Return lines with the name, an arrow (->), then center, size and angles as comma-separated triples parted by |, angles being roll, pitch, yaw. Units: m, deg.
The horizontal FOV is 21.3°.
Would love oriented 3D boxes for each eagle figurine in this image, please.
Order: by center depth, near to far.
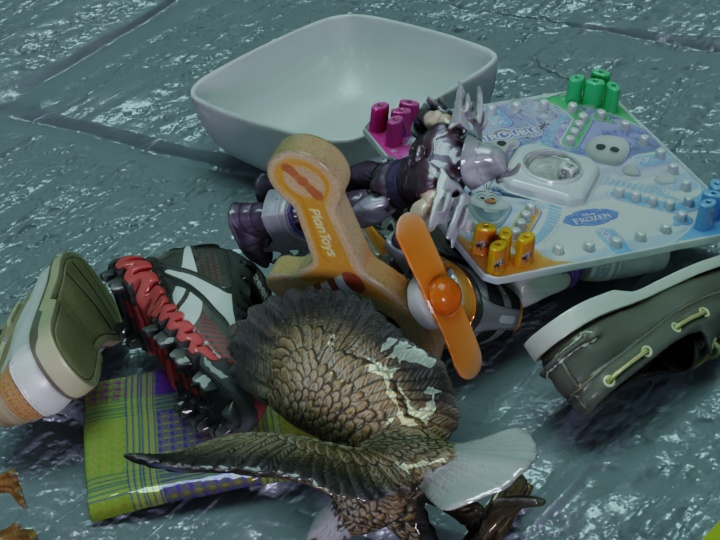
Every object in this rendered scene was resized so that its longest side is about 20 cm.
eagle figurine -> -0.009, 0.103, 1.049 | 0.151, 0.200, 0.152 | -51, -2, 0

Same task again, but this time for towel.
towel -> -0.074, 0.096, 1.198 | 0.199, 0.023, 0.144 | -10, 31, -3

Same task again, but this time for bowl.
bowl -> -0.010, -0.126, 1.514 | 0.199, 0.075, 0.200 | 22, 42, 40

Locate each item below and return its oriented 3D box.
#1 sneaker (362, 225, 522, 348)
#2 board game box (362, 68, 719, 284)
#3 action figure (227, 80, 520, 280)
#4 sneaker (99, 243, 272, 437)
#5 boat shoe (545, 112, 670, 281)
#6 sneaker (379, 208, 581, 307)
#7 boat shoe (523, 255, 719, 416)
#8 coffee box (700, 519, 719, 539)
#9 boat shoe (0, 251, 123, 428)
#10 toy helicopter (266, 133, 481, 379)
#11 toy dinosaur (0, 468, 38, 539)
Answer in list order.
sneaker -> 0.028, 0.012, 1.282 | 0.077, 0.079, 0.200 | 10, 11, -36
board game box -> 0.130, -0.071, 1.302 | 0.199, 0.026, 0.200 | -11, 38, -22
action figure -> 0.017, -0.052, 1.220 | 0.200, 0.069, 0.130 | -11, 41, 33
sneaker -> -0.092, 0.036, 1.213 | 0.098, 0.071, 0.200 | -21, 31, -16
boat shoe -> 0.169, -0.058, 1.365 | 0.068, 0.072, 0.200 | 2, 25, -13
sneaker -> 0.078, -0.026, 1.344 | 0.083, 0.081, 0.200 | -6, 31, -36
boat shoe -> 0.189, 0.039, 1.197 | 0.201, 0.072, 0.060 | -17, 70, -39
coffee box -> 0.233, 0.194, 0.738 | 0.199, 0.198, 0.200 | 10, 19, 29
boat shoe -> -0.207, 0.044, 1.261 | 0.068, 0.075, 0.200 | -33, 11, 9
toy helicopter -> 0.000, 0.000, 1.126 | 0.132, 0.200, 0.079 | 7, 49, 28
toy dinosaur -> -0.244, 0.152, 1.105 | 0.106, 0.061, 0.200 | -18, 31, -15
